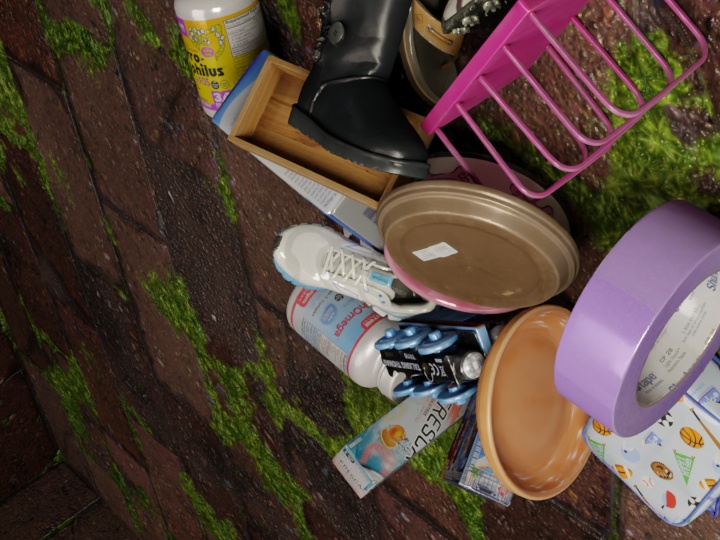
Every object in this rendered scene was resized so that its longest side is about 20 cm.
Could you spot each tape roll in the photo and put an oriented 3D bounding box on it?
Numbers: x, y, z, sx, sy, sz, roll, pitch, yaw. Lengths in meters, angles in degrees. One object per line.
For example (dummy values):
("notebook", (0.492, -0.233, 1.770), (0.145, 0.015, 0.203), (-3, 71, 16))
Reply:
("tape roll", (0.254, 0.042, 0.932), (0.066, 0.200, 0.201), (36, 146, 33))

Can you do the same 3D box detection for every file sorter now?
("file sorter", (0.172, -0.154, 0.926), (0.126, 0.139, 0.200), (52, 151, 5))

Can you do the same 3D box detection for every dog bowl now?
("dog bowl", (0.111, -0.030, 1.116), (0.199, 0.074, 0.201), (15, 149, 9))

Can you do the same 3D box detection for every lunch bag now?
("lunch bag", (0.317, 0.162, 1.091), (0.160, 0.075, 0.201), (42, 147, 21))

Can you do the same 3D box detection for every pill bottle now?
("pill bottle", (0.000, 0.086, 1.463), (0.200, 0.109, 0.109), (37, 146, 31))
("pill bottle", (-0.168, -0.295, 1.343), (0.104, 0.104, 0.201), (25, 138, 44))

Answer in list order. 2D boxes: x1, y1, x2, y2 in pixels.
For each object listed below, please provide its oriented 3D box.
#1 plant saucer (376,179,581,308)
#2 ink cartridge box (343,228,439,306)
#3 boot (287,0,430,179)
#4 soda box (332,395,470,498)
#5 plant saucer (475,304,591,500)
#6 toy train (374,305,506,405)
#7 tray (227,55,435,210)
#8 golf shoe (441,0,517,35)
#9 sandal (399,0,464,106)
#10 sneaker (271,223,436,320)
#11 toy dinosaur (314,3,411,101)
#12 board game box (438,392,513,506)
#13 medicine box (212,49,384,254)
("plant saucer", (0.106, -0.017, 1.022), (0.199, 0.030, 0.200), (17, 155, 8))
("ink cartridge box", (0.063, -0.010, 1.337), (0.200, 0.057, 0.163), (37, 146, 38))
("boot", (0.012, -0.187, 0.984), (0.200, 0.076, 0.169), (36, 115, 51))
("soda box", (0.062, 0.203, 1.391), (0.064, 0.200, 0.068), (50, 150, 10))
("plant saucer", (0.183, 0.135, 1.133), (0.037, 0.200, 0.201), (1, 121, 45))
("toy train", (0.097, 0.088, 1.203), (0.200, 0.114, 0.087), (-4, 110, 65))
("tray", (-0.031, -0.137, 1.099), (0.199, 0.099, 0.037), (26, 180, 28))
("golf shoe", (0.130, -0.276, 0.957), (0.200, 0.077, 0.089), (-34, 69, 59))
("sandal", (0.075, -0.252, 1.060), (0.054, 0.082, 0.201), (9, 121, 30))
("sneaker", (0.000, 0.000, 1.193), (0.199, 0.075, 0.087), (20, 174, -23))
("toy dinosaur", (0.023, -0.208, 1.181), (0.200, 0.102, 0.136), (39, 169, -12))
("board game box", (0.163, 0.160, 1.246), (0.061, 0.201, 0.200), (24, 171, 1))
("medicine box", (-0.035, -0.127, 1.221), (0.200, 0.103, 0.182), (39, -177, 28))
